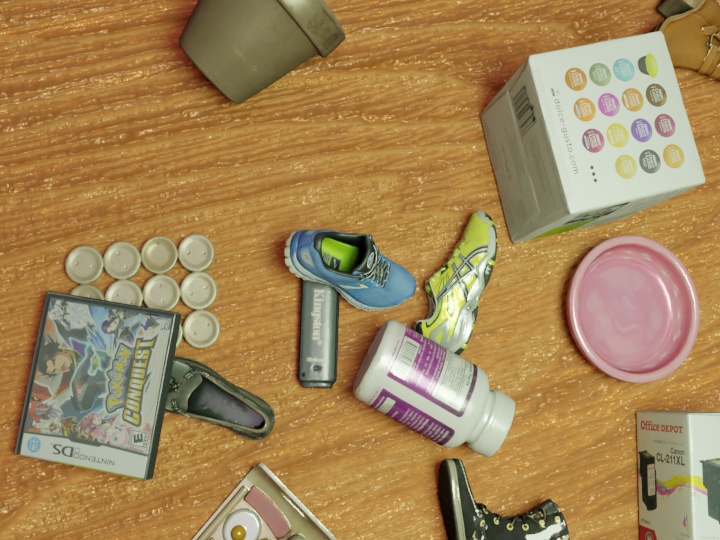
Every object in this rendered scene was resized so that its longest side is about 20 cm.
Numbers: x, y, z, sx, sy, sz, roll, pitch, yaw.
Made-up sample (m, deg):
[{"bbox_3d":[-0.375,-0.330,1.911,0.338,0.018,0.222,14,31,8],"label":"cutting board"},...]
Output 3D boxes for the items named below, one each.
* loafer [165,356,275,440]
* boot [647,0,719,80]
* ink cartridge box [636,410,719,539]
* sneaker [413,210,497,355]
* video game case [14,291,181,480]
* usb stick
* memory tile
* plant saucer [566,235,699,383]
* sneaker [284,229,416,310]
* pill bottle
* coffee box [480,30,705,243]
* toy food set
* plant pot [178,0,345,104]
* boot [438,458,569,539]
[{"bbox_3d":[-0.199,0.158,0.939,0.195,0.063,0.074,22,78,-4],"label":"loafer"},{"bbox_3d":[0.500,-0.324,1.121,0.153,0.077,0.203,34,71,-6],"label":"boot"},{"bbox_3d":[0.433,0.289,0.969,0.080,0.146,0.207,2,80,-5],"label":"ink cartridge box"},{"bbox_3d":[0.132,0.010,1.006,0.074,0.075,0.205,19,77,-5],"label":"sneaker"},{"bbox_3d":[-0.325,0.141,0.915,0.175,0.026,0.206,8,84,8],"label":"video game case"},{"bbox_3d":[-0.055,0.054,0.992,0.054,0.033,0.207,3,81,-9],"label":"usb stick"},{"bbox_3d":[-0.285,0.035,0.970,0.194,0.017,0.158,-6,82,-9],"label":"memory tile"},{"bbox_3d":[0.380,0.056,1.047,0.194,0.051,0.207,1,81,-9],"label":"plant saucer"},{"bbox_3d":[0.000,0.000,0.959,0.196,0.088,0.081,19,73,-33],"label":"sneaker"},{"bbox_3d":[0.097,0.158,0.959,0.197,0.112,0.114,29,78,-3],"label":"pill bottle"},{"bbox_3d":[0.301,-0.170,0.994,0.192,0.200,0.206,-12,83,-10],"label":"coffee box"},{"bbox_3d":[-0.141,0.366,0.917,0.143,0.060,0.200,43,77,0],"label":"toy food set"},{"bbox_3d":[-0.142,-0.321,0.975,0.175,0.200,0.200,-45,89,5],"label":"plant pot"},{"bbox_3d":[0.188,0.330,0.964,0.146,0.073,0.206,-14,87,-9],"label":"boot"}]
